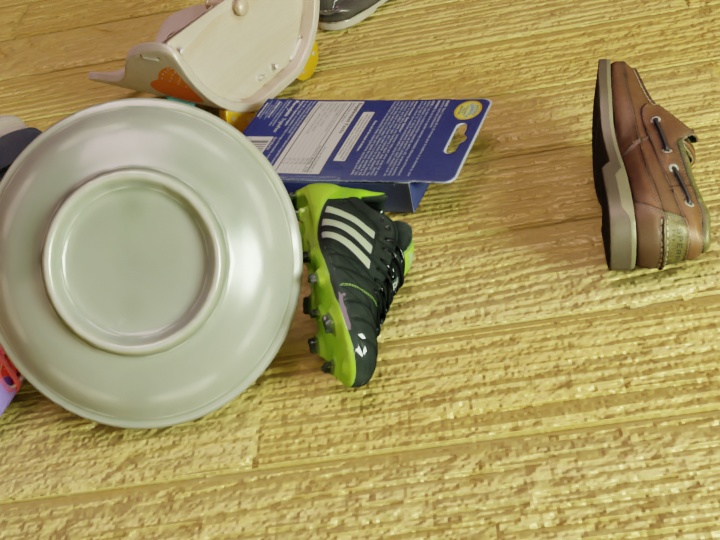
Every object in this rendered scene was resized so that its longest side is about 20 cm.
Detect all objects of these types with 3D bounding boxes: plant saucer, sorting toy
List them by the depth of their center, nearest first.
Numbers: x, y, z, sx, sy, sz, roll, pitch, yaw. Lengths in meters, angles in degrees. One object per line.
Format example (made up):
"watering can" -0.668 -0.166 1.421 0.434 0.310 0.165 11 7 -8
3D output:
"plant saucer" -0.132 -0.005 0.715 0.198 0.203 0.050 -15 0 -4
"sorting toy" -0.150 -0.199 1.077 0.178 0.108 0.200 7 40 38

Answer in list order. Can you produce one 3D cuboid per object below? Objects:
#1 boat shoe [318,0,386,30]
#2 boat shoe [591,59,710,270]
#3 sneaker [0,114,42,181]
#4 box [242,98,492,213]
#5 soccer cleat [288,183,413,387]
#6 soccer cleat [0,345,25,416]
"boat shoe" 0.022 -0.307 1.195 0.066 0.058 0.200 16 45 35
"boat shoe" 0.195 -0.073 0.816 0.067 0.072 0.202 -2 46 8
"sneaker" -0.197 -0.059 0.826 0.198 0.081 0.147 -11 59 -36
"box" -0.004 -0.092 0.929 0.197 0.033 0.122 2 38 23
"soccer cleat" 0.000 0.000 0.778 0.080 0.068 0.201 -3 34 -8
"soccer cleat" -0.230 0.039 0.797 0.075 0.067 0.201 -5 33 4
